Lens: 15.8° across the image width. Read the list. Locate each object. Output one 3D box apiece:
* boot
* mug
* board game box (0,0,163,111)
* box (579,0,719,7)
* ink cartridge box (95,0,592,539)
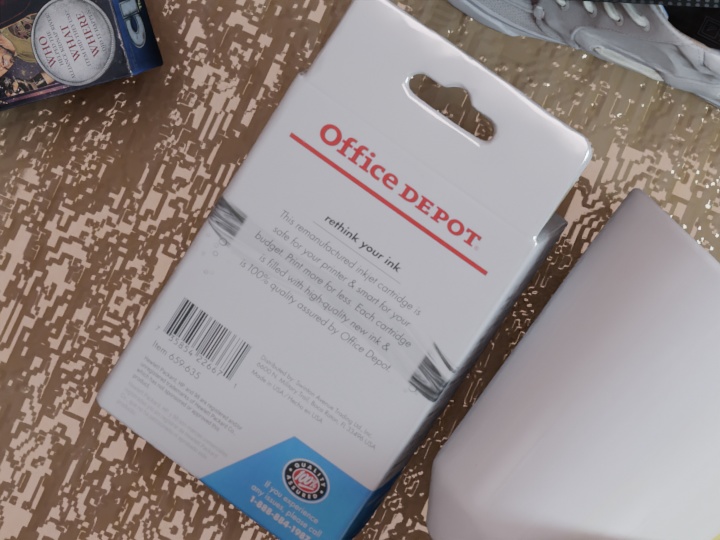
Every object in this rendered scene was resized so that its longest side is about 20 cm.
[{"bbox_3d":[0.109,-0.121,1.048,0.200,0.096,0.074,23,83,7],"label":"boot"},{"bbox_3d":[0.119,0.086,0.993,0.153,0.149,0.187,-45,69,4],"label":"mug"},{"bbox_3d":[-0.173,-0.161,1.056,0.135,0.035,0.200,-14,97,21],"label":"board game box"},{"bbox_3d":[0.109,-0.178,1.028,0.193,0.048,0.200,1,42,5],"label":"box"},{"bbox_3d":[0.000,0.000,1.022,0.116,0.067,0.200,36,104,9],"label":"ink cartridge box"}]
